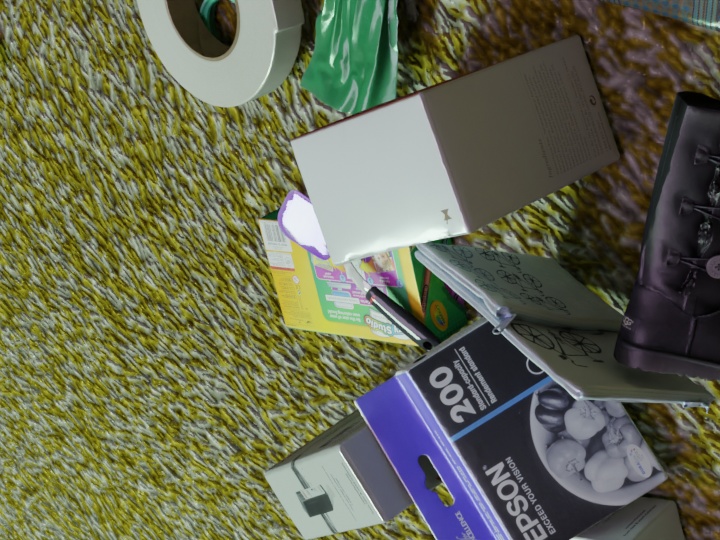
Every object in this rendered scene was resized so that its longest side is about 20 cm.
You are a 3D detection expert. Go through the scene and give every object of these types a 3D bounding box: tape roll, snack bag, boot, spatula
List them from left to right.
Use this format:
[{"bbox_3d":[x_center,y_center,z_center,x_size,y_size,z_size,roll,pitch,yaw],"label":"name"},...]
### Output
[{"bbox_3d":[-0.136,-0.253,1.309,0.202,0.037,0.204,25,128,37],"label":"tape roll"},{"bbox_3d":[0.000,0.007,1.272,0.200,0.021,0.057,45,135,14],"label":"spatula"},{"bbox_3d":[0.159,0.041,1.078,0.200,0.188,0.021,44,114,39],"label":"snack bag"},{"bbox_3d":[0.281,-0.019,1.019,0.066,0.164,0.201,-140,59,-67],"label":"boot"}]

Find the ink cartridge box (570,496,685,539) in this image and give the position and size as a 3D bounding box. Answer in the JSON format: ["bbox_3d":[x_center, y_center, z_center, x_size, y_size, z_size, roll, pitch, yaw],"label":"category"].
[{"bbox_3d":[0.198,0.280,1.274,0.200,0.085,0.145,-1,112,47],"label":"ink cartridge box"}]

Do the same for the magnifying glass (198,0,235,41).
[{"bbox_3d":[-0.094,-0.252,1.306,0.200,0.022,0.080,-32,88,49],"label":"magnifying glass"}]

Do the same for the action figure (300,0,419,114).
[{"bbox_3d":[0.008,-0.231,1.191,0.118,0.055,0.201,30,124,32],"label":"action figure"}]

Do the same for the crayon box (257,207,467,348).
[{"bbox_3d":[0.000,0.000,1.330,0.199,0.058,0.119,6,117,43],"label":"crayon box"}]

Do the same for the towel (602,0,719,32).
[{"bbox_3d":[0.204,-0.259,1.003,0.200,0.022,0.147,24,128,33],"label":"towel"}]

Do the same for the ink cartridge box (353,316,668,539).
[{"bbox_3d":[0.126,0.144,1.197,0.199,0.200,0.043,58,-179,3],"label":"ink cartridge box"}]

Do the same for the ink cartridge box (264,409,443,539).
[{"bbox_3d":[0.015,0.177,1.325,0.084,0.144,0.200,59,152,0],"label":"ink cartridge box"}]

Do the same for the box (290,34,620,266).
[{"bbox_3d":[0.076,-0.094,1.086,0.152,0.200,0.107,-13,99,47],"label":"box"}]
